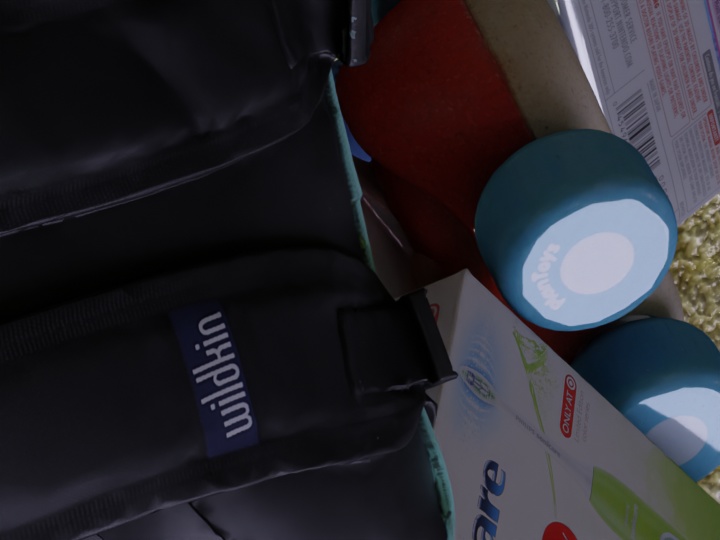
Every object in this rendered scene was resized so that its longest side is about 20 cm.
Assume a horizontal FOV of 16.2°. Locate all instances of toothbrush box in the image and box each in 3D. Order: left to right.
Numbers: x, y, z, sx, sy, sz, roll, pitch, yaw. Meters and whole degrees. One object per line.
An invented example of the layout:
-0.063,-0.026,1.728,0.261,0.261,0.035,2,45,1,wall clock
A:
0.052,0.122,0.801,0.086,0.200,0.146,-23,-142,37,toothbrush box

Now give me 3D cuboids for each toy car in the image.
0.000,0.000,0.883,0.199,0.185,0.177,-25,134,2,toy car

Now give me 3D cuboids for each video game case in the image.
0.142,-0.131,1.003,0.182,0.024,0.201,-38,129,-24,video game case

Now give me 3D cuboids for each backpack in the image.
-0.103,0.012,0.477,0.199,0.177,0.153,-19,-169,-42,backpack

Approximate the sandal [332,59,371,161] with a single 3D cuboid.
-0.044,-0.015,1.043,0.200,0.080,0.087,-44,169,11,sandal
